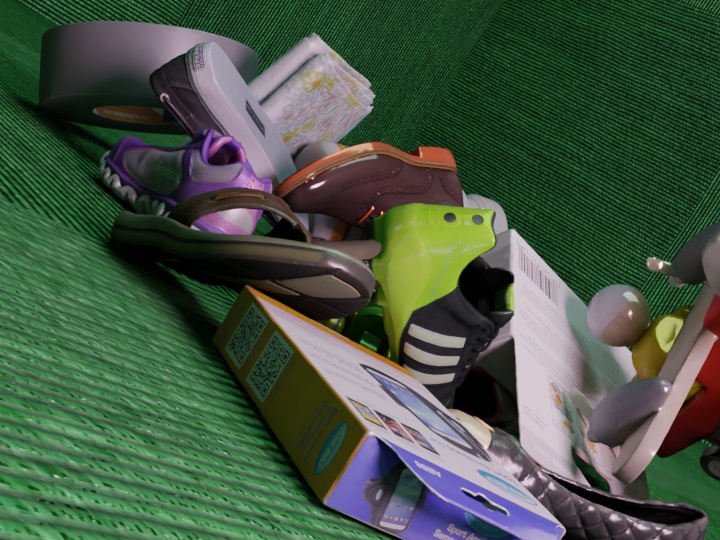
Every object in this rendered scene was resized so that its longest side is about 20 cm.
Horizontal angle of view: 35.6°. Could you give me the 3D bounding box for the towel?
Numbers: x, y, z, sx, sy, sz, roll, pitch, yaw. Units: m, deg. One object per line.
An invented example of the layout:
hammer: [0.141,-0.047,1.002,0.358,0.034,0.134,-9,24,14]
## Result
towel: [-0.084,-0.124,1.025,0.048,0.200,0.171,51,8,13]

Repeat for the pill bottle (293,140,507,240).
pill bottle: [0.031,-0.044,1.058,0.200,0.117,0.116,14,13,-27]

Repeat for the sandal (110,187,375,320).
sandal: [-0.073,-0.021,0.633,0.201,0.057,0.080,15,-15,44]

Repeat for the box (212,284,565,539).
box: [0.010,0.079,0.534,0.119,0.042,0.200,30,7,-28]

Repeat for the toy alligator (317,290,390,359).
toy alligator: [-0.004,0.034,0.795,0.059,0.054,0.200,32,5,-12]

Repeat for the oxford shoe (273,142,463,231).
oxford shoe: [0.017,-0.060,0.929,0.200,0.071,0.073,-8,72,-41]

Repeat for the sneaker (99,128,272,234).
sneaker: [-0.125,-0.067,0.838,0.080,0.089,0.200,27,6,-39]

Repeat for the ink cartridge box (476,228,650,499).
ink cartridge box: [0.144,0.095,0.804,0.200,0.045,0.176,41,40,-38]

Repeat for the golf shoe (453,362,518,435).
golf shoe: [0.102,0.097,0.848,0.200,0.075,0.092,25,21,-33]

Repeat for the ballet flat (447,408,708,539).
ballet flat: [0.122,0.127,0.666,0.200,0.057,0.066,31,4,-22]

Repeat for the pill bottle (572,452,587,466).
pill bottle: [0.219,0.122,1.035,0.111,0.111,0.200,35,5,21]

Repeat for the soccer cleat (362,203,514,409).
soccer cleat: [0.052,0.035,0.665,0.081,0.068,0.200,-2,-36,7]

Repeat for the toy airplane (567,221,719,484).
toy airplane: [0.223,0.043,0.770,0.141,0.199,0.200,24,8,20]

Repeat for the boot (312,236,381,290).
boot: [0.000,0.000,0.900,0.146,0.070,0.200,13,-13,-6]

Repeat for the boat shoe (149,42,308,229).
boat shoe: [-0.105,-0.095,0.909,0.200,0.066,0.070,57,21,-48]

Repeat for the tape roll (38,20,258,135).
tape roll: [-0.196,-0.174,1.046,0.200,0.066,0.200,3,-3,0]
